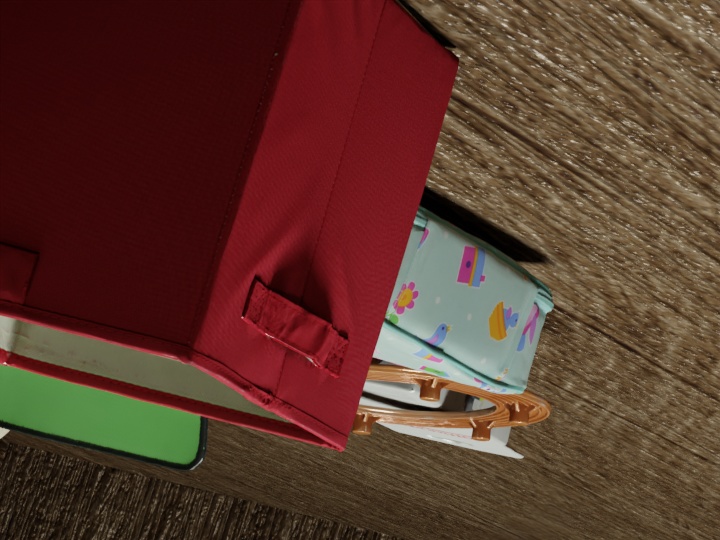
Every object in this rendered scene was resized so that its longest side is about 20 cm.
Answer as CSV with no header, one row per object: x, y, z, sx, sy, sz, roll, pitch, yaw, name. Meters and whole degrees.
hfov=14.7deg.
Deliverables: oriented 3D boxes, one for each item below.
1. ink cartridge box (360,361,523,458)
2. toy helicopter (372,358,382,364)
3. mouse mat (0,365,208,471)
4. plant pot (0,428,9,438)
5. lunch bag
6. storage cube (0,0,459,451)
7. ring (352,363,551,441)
0.037,0.068,1.929,0.115,0.068,0.200,11,168,28,ink cartridge box
-0.061,0.003,1.713,0.132,0.079,0.200,12,163,39,toy helicopter
-0.144,0.000,1.501,0.161,0.201,0.008,10,-164,35,mouse mat
-0.286,0.016,1.724,0.183,0.201,0.200,28,167,-26,plant pot
0.000,0.000,1.565,0.160,0.077,0.200,16,171,42,lunch bag
-0.087,-0.046,1.133,0.199,0.180,0.171,13,170,24,storage cube
0.023,0.086,1.787,0.200,0.019,0.200,6,169,1,ring
